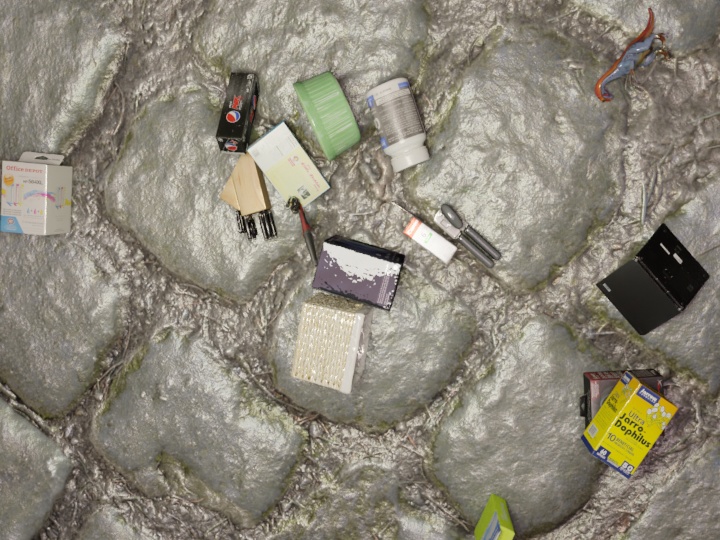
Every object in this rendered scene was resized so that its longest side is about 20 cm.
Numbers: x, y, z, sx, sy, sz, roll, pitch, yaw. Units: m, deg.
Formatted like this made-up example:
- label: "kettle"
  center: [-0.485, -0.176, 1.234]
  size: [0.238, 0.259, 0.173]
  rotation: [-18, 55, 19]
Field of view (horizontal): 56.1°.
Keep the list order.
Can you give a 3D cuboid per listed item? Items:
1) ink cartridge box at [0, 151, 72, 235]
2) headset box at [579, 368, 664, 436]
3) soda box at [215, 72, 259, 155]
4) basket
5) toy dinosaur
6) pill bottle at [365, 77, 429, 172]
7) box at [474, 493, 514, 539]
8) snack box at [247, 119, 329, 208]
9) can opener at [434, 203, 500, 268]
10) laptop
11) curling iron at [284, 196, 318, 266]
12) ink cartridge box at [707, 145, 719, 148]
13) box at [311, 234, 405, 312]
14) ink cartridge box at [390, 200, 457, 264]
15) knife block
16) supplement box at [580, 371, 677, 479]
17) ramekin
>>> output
- label: "ink cartridge box"
  center: [-0.833, -0.201, 1.742]
  size: [0.125, 0.125, 0.205]
  rotation: [5, 97, 5]
- label: "headset box"
  center: [0.642, 0.331, 1.680]
  size: [0.195, 0.077, 0.153]
  rotation: [-3, 96, 4]
- label: "soda box"
  center: [-0.298, -0.385, 1.653]
  size: [0.069, 0.064, 0.204]
  rotation: [5, 63, 4]
- label: "basket"
  center: [-0.064, 0.173, 1.674]
  size: [0.157, 0.198, 0.205]
  rotation: [10, 98, 8]
- label: "toy dinosaur"
  center: [0.638, -0.488, 1.613]
  size: [0.178, 0.105, 0.204]
  rotation: [-19, 57, 20]
- label: "pill bottle"
  center: [0.094, -0.350, 1.641]
  size: [0.111, 0.114, 0.204]
  rotation: [-19, 94, 7]
- label: "box"
  center: [0.331, 0.658, 1.682]
  size: [0.047, 0.200, 0.124]
  rotation: [23, 98, 2]
- label: "snack box"
  center: [-0.177, -0.256, 1.685]
  size: [0.115, 0.037, 0.201]
  rotation: [-33, 112, 8]
- label: "can opener"
  center: [0.264, -0.083, 1.682]
  size: [0.199, 0.067, 0.053]
  rotation: [42, 97, -5]
- label: "laptop"
  center: [0.723, 0.024, 1.673]
  size: [0.200, 0.103, 0.178]
  rotation: [-44, 92, -17]
- label: "curling iron"
  center: [-0.140, -0.094, 1.651]
  size: [0.049, 0.026, 0.203]
  rotation: [-6, 62, -33]
- label: "ink cartridge box"
  center: [0.919, -0.330, 1.560]
  size: [0.195, 0.117, 0.069]
  rotation: [-7, 95, 6]
- label: "box"
  center: [0.000, 0.000, 1.644]
  size: [0.194, 0.200, 0.126]
  rotation: [15, 98, 3]
- label: "ink cartridge box"
  center: [0.145, -0.096, 1.666]
  size: [0.198, 0.109, 0.051]
  rotation: [35, 98, 1]
- label: "knife block"
  center: [-0.259, -0.182, 1.719]
  size: [0.173, 0.064, 0.203]
  rotation: [31, 98, 1]
- label: "supplement box"
  center: [0.628, 0.361, 1.591]
  size: [0.108, 0.110, 0.203]
  rotation: [31, 98, 0]
- label: "ramekin"
  center: [-0.076, -0.373, 1.618]
  size: [0.096, 0.200, 0.203]
  rotation: [-26, 93, 0]
